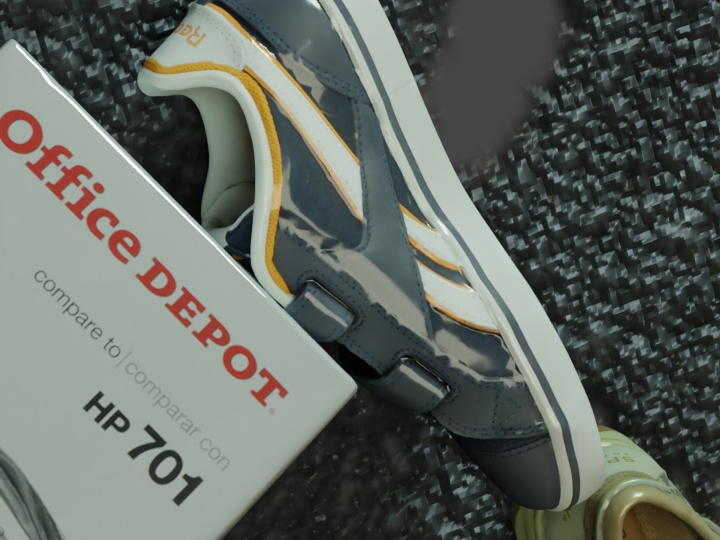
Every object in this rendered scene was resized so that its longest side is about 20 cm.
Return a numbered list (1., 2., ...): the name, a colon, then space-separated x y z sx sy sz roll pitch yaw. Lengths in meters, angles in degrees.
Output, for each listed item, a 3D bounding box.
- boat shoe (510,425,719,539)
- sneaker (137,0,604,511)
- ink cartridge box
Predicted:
1. boat shoe: 0.124 0.140 1.021 0.073 0.063 0.200 -45 114 -7
2. sneaker: 0.000 0.000 0.936 0.079 0.078 0.201 -33 100 -16
3. ink cartridge box: -0.122 0.058 0.855 0.146 0.086 0.200 44 73 0
